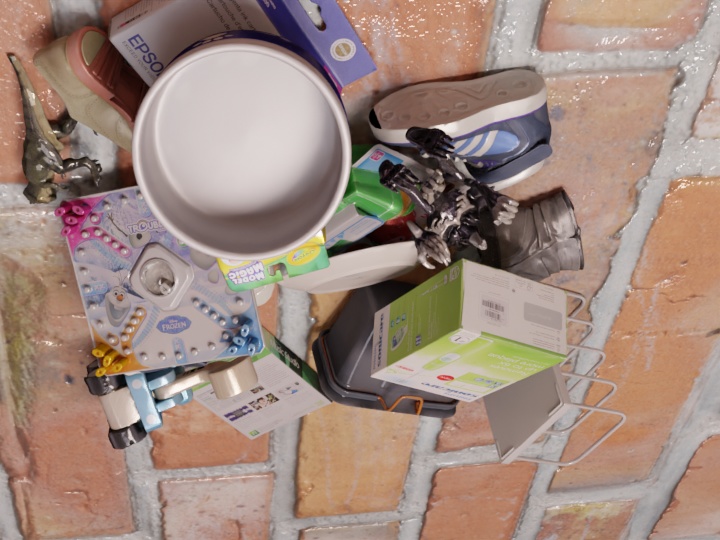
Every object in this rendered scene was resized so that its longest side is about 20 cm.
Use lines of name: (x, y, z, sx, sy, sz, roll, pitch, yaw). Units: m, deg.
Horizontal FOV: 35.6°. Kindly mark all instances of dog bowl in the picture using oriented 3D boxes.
dog bowl: (-0.107, -0.116, 1.035, 0.197, 0.079, 0.203, -1, 112, -2)

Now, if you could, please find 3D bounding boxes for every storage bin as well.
storage bin: (0.056, 0.098, 1.442, 0.197, 0.146, 0.135, 10, 126, -23)

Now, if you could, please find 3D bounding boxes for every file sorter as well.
file sorter: (0.245, 0.137, 1.469, 0.123, 0.202, 0.139, 13, 136, -28)

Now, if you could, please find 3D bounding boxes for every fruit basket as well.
fruit basket: (0.017, -0.061, 1.269, 0.184, 0.095, 0.199, -31, 143, 31)

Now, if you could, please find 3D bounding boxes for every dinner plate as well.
dinner plate: (0.000, 0.000, 1.314, 0.197, 0.025, 0.200, -13, 171, -2)

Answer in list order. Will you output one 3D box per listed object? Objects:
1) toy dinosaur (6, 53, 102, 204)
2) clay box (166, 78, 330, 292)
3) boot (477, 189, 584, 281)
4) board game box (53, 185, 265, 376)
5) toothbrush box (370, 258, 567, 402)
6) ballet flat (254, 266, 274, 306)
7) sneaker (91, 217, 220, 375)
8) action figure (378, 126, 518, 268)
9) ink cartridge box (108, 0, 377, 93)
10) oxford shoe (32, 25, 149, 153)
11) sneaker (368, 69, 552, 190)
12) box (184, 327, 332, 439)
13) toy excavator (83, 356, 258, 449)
toy dinosaur: (-0.312, -0.131, 1.159, 0.087, 0.048, 0.202, 4, 135, -6)
clay box: (-0.107, -0.086, 1.118, 0.113, 0.048, 0.202, -14, 114, 4)
boot: (0.214, 0.006, 1.377, 0.130, 0.070, 0.202, -10, 123, 1)
board game box: (-0.217, 0.009, 1.206, 0.197, 0.026, 0.203, -9, 102, 14)
toothbrush box: (0.121, 0.074, 1.285, 0.144, 0.087, 0.200, 17, 154, -24)
ballet flat: (-0.135, -0.027, 1.249, 0.068, 0.070, 0.202, -10, 125, 0)
sneaker: (-0.216, 0.016, 1.260, 0.144, 0.077, 0.205, -4, 109, 17)
action figure: (0.094, -0.060, 1.171, 0.119, 0.102, 0.200, -42, 142, 3)
ink cartridge box: (-0.110, -0.211, 1.101, 0.198, 0.044, 0.197, -24, 134, 17)
oxford shoe: (-0.246, -0.164, 1.127, 0.073, 0.072, 0.201, -7, 141, 25)
sneaker: (0.112, -0.130, 1.219, 0.197, 0.081, 0.148, -13, 136, -5)
box: (-0.148, 0.152, 1.532, 0.143, 0.037, 0.200, -26, 139, 18)
toy excavator: (-0.236, 0.140, 1.407, 0.198, 0.194, 0.101, -23, 102, -9)
